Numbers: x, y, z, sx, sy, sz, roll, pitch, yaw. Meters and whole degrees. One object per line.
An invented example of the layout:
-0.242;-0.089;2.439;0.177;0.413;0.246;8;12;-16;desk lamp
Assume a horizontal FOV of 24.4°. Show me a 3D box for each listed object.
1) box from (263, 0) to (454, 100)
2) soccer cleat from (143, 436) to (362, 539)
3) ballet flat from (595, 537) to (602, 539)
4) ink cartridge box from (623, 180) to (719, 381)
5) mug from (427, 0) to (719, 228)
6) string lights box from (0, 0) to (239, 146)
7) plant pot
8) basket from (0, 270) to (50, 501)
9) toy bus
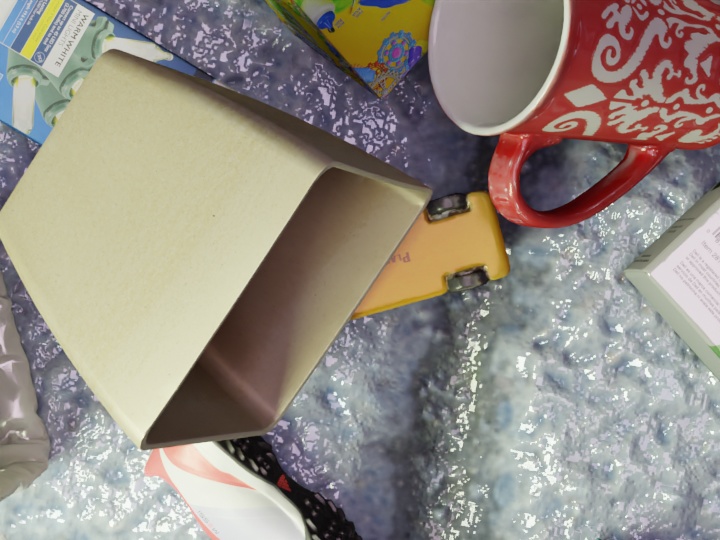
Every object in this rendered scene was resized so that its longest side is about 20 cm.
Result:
0.002;-0.259;1.091;0.200;0.122;0.193;-48;135;-2;box
-0.065;0.180;1.172;0.073;0.068;0.200;-42;96;22;soccer cleat
0.218;0.276;1.173;0.200;0.074;0.074;41;89;0;ballet flat
0.309;-0.014;1.166;0.200;0.084;0.145;-43;91;-1;ink cartridge box
0.153;-0.128;1.114;0.199;0.134;0.178;4;125;-37;mug
-0.182;-0.123;1.163;0.199;0.059;0.103;30;90;-1;string lights box
-0.104;-0.025;1.042;0.177;0.200;0.201;37;100;18;plant pot
-0.317;0.069;1.094;0.159;0.198;0.202;-15;91;2;basket
0.000;0.000;1.159;0.198;0.078;0.066;-16;89;-2;toy bus
